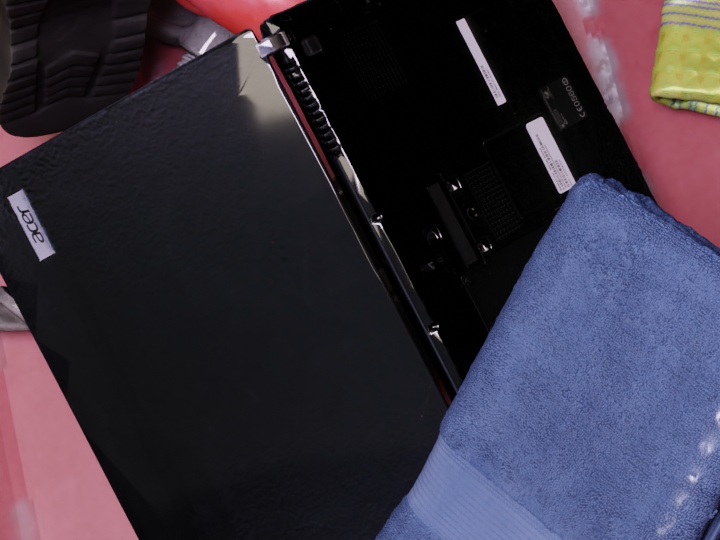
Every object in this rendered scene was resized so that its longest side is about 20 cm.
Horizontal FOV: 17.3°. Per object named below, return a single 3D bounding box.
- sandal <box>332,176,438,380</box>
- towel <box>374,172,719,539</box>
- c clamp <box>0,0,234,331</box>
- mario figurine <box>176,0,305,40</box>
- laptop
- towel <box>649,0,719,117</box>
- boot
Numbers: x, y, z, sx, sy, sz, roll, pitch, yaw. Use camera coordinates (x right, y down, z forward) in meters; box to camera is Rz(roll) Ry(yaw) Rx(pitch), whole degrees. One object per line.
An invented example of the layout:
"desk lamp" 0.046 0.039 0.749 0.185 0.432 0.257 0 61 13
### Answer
"sandal" -0.002 0.029 0.863 0.081 0.055 0.201 21 92 -23
"towel" 0.062 0.078 0.723 0.112 0.048 0.201 40 108 42
"c clamp" -0.109 -0.054 0.925 0.171 0.027 0.200 41 93 19
"mario figurine" -0.022 -0.176 0.874 0.123 0.106 0.201 -5 71 -2
"laptop" 0.000 0.000 0.821 0.103 0.200 0.178 -25 93 51
"towel" 0.187 -0.146 0.854 0.143 0.023 0.201 11 83 18
"boot" -0.118 -0.155 0.846 0.077 0.200 0.139 -12 68 -30
